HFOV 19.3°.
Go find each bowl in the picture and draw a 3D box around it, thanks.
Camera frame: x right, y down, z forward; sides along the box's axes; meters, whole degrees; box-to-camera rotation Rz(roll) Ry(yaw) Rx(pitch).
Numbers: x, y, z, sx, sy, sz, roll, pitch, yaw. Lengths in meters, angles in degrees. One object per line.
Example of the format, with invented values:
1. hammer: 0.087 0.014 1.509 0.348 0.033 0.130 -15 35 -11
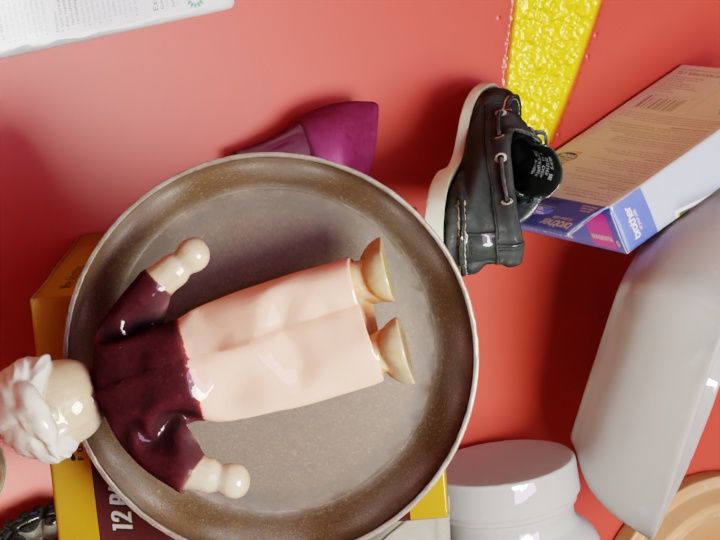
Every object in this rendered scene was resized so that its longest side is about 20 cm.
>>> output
1. bowl: 0.198 0.043 1.339 0.200 0.075 0.200 -51 159 -52

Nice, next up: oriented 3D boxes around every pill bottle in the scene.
1. pill bottle: 0.101 0.216 1.343 0.116 0.116 0.200 -15 103 -27

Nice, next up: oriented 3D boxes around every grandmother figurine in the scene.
1. grandmother figurine: -0.078 0.049 0.990 0.200 0.061 0.121 -13 70 4

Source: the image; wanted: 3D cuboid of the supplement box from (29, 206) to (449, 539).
1. supplement box: -0.060 0.052 1.147 0.200 0.197 0.133 -5 100 0

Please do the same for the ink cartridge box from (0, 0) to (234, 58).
1. ink cartridge box: -0.180 -0.223 1.171 0.200 0.043 0.197 -15 105 -25

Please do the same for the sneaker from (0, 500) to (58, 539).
1. sneaker: -0.125 0.160 1.243 0.200 0.077 0.085 -23 122 -24

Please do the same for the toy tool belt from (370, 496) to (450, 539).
1. toy tool belt: -0.019 0.214 1.231 0.200 0.125 0.123 -41 134 -43

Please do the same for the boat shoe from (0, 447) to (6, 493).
1. boat shoe: -0.278 0.113 1.143 0.200 0.065 0.072 8 92 -35

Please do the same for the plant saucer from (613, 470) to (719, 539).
1. plant saucer: 0.249 0.241 1.478 0.200 0.032 0.201 -5 100 -29

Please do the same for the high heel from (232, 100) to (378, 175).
1. high heel: 0.000 0.000 1.283 0.096 0.067 0.200 -23 104 -14

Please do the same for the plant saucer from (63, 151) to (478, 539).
1. plant saucer: -0.043 0.041 1.030 0.200 0.032 0.201 0 97 0

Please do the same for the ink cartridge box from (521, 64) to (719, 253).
1. ink cartridge box: 0.178 -0.066 1.346 0.200 0.119 0.042 -32 112 -23

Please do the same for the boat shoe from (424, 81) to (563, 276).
1. boat shoe: 0.087 -0.056 1.266 0.066 0.199 0.075 2 114 14
